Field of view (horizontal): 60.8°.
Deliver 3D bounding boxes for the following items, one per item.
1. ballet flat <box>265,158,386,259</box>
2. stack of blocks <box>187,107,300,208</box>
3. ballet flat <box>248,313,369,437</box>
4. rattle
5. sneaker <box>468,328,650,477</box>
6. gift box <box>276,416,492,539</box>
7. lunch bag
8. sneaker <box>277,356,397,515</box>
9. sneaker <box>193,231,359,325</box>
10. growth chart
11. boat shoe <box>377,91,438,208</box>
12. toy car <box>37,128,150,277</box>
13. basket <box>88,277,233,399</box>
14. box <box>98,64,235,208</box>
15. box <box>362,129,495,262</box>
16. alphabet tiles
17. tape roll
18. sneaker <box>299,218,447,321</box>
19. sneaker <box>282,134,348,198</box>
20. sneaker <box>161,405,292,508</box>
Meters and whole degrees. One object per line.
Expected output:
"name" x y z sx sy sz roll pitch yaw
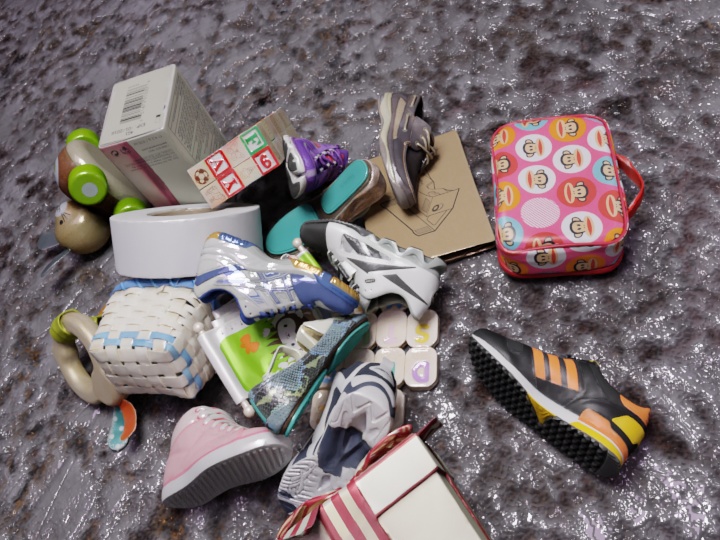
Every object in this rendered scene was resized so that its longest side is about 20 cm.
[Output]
"ballet flat" -0.042 -0.070 0.838 0.198 0.067 0.069 -33 59 24
"stack of blocks" -0.160 -0.168 0.883 0.113 0.059 0.201 -30 17 14
"ballet flat" -0.055 0.094 0.683 0.072 0.076 0.200 8 29 24
"rattle" -0.329 0.133 0.855 0.198 0.142 0.132 36 109 18
"sneaker" 0.204 0.118 0.644 0.089 0.071 0.199 -35 53 -22
"gift box" 0.038 0.249 0.527 0.183 0.201 0.188 -35 64 -6
"lunch bag" 0.247 -0.095 0.739 0.171 0.082 0.205 -4 58 18
"sneaker" -0.016 0.176 0.678 0.078 0.203 0.130 26 25 5
"sneaker" -0.099 0.028 0.716 0.195 0.075 0.090 18 80 8
"growth chart" -0.100 0.067 0.745 0.145 0.018 0.199 45 61 8
"boat shoe" 0.066 -0.176 0.836 0.071 0.075 0.205 -12 56 13
"toy car" -0.450 -0.090 0.974 0.200 0.158 0.165 -43 42 6
"basket" -0.243 0.062 0.801 0.171 0.141 0.203 0 45 21
"box" -0.276 -0.176 0.915 0.106 0.201 0.131 -11 56 13
"box" 0.081 -0.092 0.836 0.159 0.021 0.204 -17 54 10
"alphabet tiles" 0.001 0.098 0.758 0.194 0.015 0.200 -4 59 18
"tape roll" -0.229 -0.045 0.824 0.197 0.202 0.073 1 102 21
"sneaker" 0.000 0.000 0.749 0.196 0.074 0.090 20 77 21
"sneaker" -0.058 -0.152 0.844 0.081 0.083 0.200 -8 15 6
"sneaker" -0.156 0.192 0.701 0.198 0.075 0.107 -32 45 30
